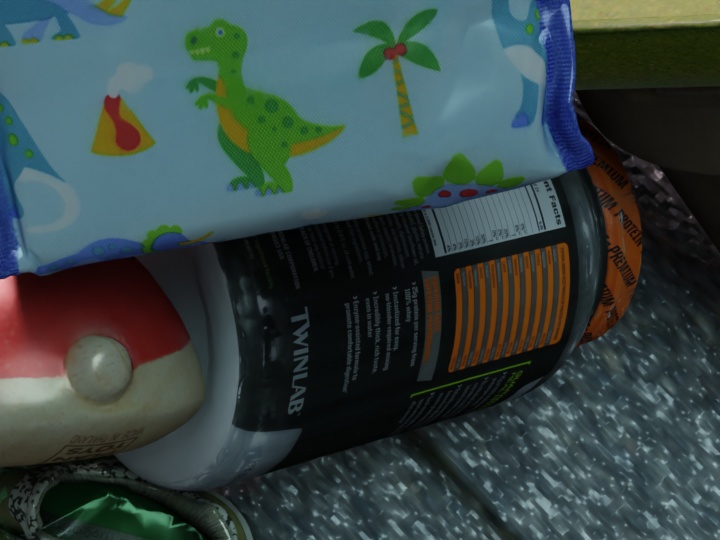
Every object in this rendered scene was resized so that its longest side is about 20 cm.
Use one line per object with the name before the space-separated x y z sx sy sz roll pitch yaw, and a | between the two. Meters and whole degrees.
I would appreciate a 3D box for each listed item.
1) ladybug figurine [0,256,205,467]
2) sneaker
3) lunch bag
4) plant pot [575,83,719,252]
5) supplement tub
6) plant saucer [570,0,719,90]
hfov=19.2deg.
ladybug figurine | -0.125 0.023 0.665 0.135 0.200 0.072 -3 89 -39
sneaker | -0.128 0.080 0.750 0.199 0.089 0.077 9 67 -7
lunch bag | -0.032 -0.089 0.630 0.169 0.200 0.128 -9 106 -1
plant pot | 0.189 -0.060 0.813 0.200 0.175 0.201 -17 34 12
supplement tub | 0.000 0.000 0.770 0.200 0.123 0.123 -13 70 -39
plant saucer | 0.095 -0.125 0.762 0.199 0.048 0.200 2 42 34
